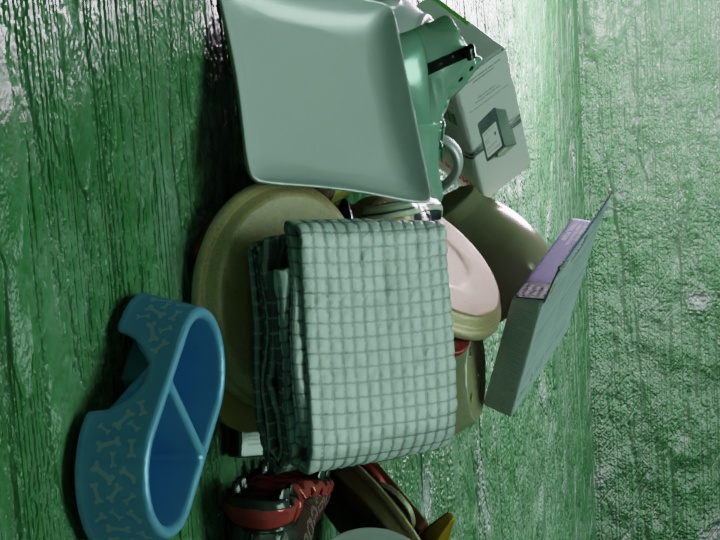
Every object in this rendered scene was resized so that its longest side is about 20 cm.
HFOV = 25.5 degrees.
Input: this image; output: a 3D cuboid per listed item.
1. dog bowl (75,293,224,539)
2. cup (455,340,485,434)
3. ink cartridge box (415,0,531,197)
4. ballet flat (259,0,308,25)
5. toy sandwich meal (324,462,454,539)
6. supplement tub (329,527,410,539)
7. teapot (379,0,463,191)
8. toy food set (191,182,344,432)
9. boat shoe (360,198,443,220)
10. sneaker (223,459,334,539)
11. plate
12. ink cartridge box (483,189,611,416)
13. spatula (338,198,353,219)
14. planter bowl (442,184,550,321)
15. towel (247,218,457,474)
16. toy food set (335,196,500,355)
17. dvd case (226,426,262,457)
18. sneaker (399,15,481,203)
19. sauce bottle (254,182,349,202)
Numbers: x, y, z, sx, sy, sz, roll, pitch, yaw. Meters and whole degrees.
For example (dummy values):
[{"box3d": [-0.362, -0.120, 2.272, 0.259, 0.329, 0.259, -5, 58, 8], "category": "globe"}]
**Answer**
[{"box3d": [-0.146, 0.107, 1.148, 0.112, 0.049, 0.201, 73, 24, -45], "category": "dog bowl"}, {"box3d": [0.056, 0.110, 1.713, 0.200, 0.142, 0.203, -1, 90, -73], "category": "cup"}, {"box3d": [0.116, -0.205, 1.909, 0.084, 0.145, 0.201, -36, 140, -14], "category": "ink cartridge box"}, {"box3d": [-0.052, -0.180, 1.478, 0.071, 0.065, 0.200, -46, 126, -10], "category": "ballet flat"}, {"box3d": [0.022, 0.226, 1.539, 0.070, 0.205, 0.206, -39, 139, -20], "category": "toy sandwich meal"}, {"box3d": [0.004, 0.336, 1.447, 0.201, 0.143, 0.145, 95, 6, -51], "category": "supplement tub"}, {"box3d": [0.035, -0.197, 1.644, 0.200, 0.144, 0.200, 46, 46, -68], "category": "teapot"}, {"box3d": [-0.068, 0.023, 1.349, 0.197, 0.048, 0.202, -32, 112, -39], "category": "toy food set"}, {"box3d": [0.040, -0.034, 1.499, 0.200, 0.074, 0.063, -20, 100, -81], "category": "boat shoe"}, {"box3d": [-0.072, 0.222, 1.394, 0.200, 0.070, 0.099, -13, 109, -77], "category": "sneaker"}, {"box3d": [-0.037, -0.154, 1.386, 0.198, 0.032, 0.202, 4, 67, -38], "category": "plate"}, {"box3d": [0.204, 0.028, 1.738, 0.200, 0.040, 0.202, -47, 156, -53], "category": "ink cartridge box"}, {"box3d": [0.000, 0.000, 1.508, 0.201, 0.020, 0.057, -107, -159, -44], "category": "spatula"}, {"box3d": [0.118, -0.015, 1.896, 0.135, 0.199, 0.200, 56, 25, -11], "category": "planter bowl"}, {"box3d": [-0.010, 0.058, 1.316, 0.164, 0.085, 0.203, -5, 90, -37], "category": "towel"}, {"box3d": [0.062, 0.003, 1.627, 0.199, 0.049, 0.199, -5, 52, -54], "category": "toy food set"}, {"box3d": [-0.057, 0.060, 1.415, 0.149, 0.025, 0.203, 2, 88, -45], "category": "dvd case"}, {"box3d": [0.079, -0.152, 1.557, 0.074, 0.117, 0.201, 49, -15, 46], "category": "sneaker"}, {"box3d": [-0.051, -0.085, 1.487, 0.200, 0.065, 0.067, -31, 119, -71], "category": "sauce bottle"}]
